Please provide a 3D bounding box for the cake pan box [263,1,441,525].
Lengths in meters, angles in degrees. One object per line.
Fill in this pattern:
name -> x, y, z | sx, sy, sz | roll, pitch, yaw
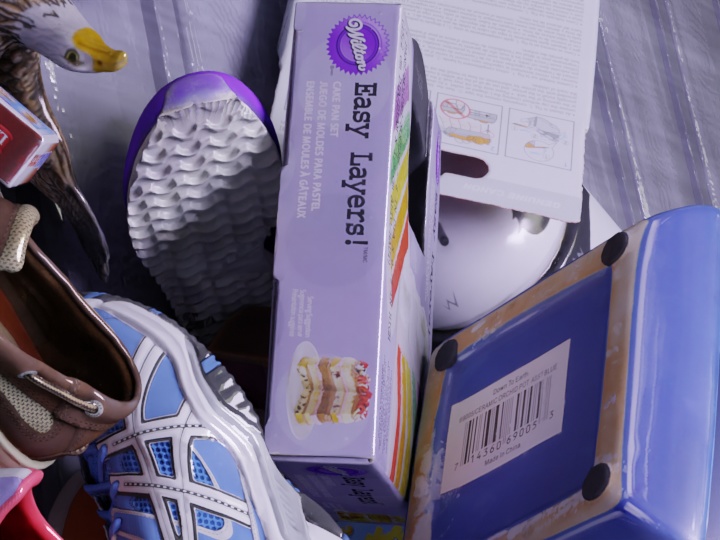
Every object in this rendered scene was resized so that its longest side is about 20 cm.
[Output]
cake pan box -> 0.000, 0.000, 1.069 | 0.184, 0.052, 0.201 | 70, 22, -74

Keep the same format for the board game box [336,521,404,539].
board game box -> 0.066, 0.197, 1.185 | 0.105, 0.103, 0.201 | -16, 87, -62

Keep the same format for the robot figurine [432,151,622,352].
robot figurine -> 0.086, 0.007, 1.314 | 0.200, 0.150, 0.125 | 45, 67, -40

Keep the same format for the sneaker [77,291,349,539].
sneaker -> -0.072, 0.089, 0.944 | 0.077, 0.076, 0.200 | -30, 66, -29

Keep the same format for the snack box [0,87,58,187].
snack box -> -0.192, -0.102, 0.880 | 0.200, 0.024, 0.072 | 40, 0, -4

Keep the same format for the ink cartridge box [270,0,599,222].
ink cartridge box -> 0.036, -0.096, 1.265 | 0.057, 0.162, 0.201 | 104, -4, -50

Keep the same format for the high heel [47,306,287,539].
high heel -> -0.071, 0.107, 1.055 | 0.200, 0.067, 0.097 | -49, 143, -45

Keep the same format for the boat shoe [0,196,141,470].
boat shoe -> -0.146, -0.012, 0.878 | 0.203, 0.075, 0.075 | 53, 30, -37

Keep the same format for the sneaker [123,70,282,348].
sneaker -> -0.071, -0.045, 1.087 | 0.200, 0.069, 0.100 | 84, -8, -62

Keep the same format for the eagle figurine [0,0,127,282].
eagle figurine -> -0.149, -0.088, 0.981 | 0.151, 0.201, 0.151 | 5, 23, -24

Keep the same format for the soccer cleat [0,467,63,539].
soccer cleat -> -0.107, 0.160, 0.926 | 0.201, 0.076, 0.067 | 60, 29, -18

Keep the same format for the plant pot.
plant pot -> 0.130, 0.100, 1.055 | 0.179, 0.200, 0.201 | 30, 49, -26
